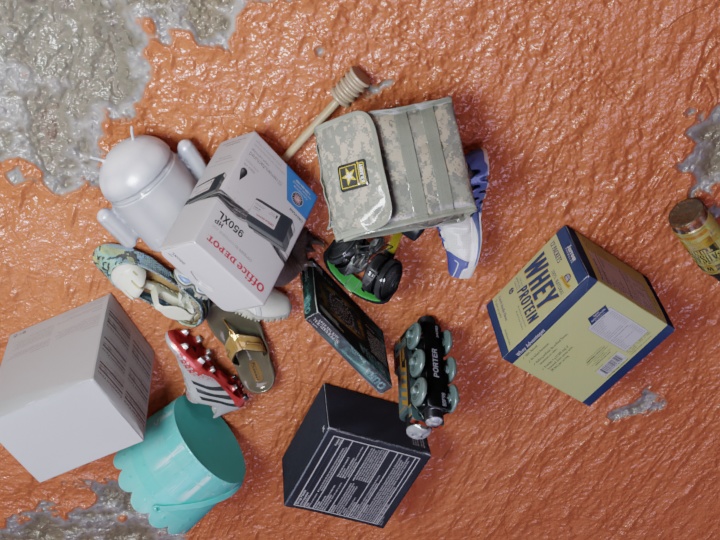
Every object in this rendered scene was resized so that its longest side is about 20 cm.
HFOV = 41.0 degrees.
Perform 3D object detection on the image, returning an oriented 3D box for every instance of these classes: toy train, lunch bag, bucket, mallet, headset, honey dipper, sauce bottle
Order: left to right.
[{"bbox_3d":[-0.297,0.320,1.612,0.134,0.208,0.207,-38,122,13],"label":"bucket"},{"bbox_3d":[-0.065,-0.205,1.353,0.038,0.038,0.200,34,119,-27],"label":"honey dipper"},{"bbox_3d":[0.000,0.000,1.428,0.123,0.094,0.200,36,156,1],"label":"headset"},{"bbox_3d":[0.040,-0.134,1.316,0.198,0.118,0.166,-11,85,-6],"label":"lunch bag"},{"bbox_3d":[0.056,-0.030,1.452,0.066,0.041,0.201,33,147,16],"label":"mallet"},{"bbox_3d":[0.102,0.173,1.558,0.084,0.202,0.114,13,139,-19],"label":"toy train"},{"bbox_3d":[0.562,-0.032,1.537,0.066,0.066,0.200,-36,121,19],"label":"sauce bottle"}]

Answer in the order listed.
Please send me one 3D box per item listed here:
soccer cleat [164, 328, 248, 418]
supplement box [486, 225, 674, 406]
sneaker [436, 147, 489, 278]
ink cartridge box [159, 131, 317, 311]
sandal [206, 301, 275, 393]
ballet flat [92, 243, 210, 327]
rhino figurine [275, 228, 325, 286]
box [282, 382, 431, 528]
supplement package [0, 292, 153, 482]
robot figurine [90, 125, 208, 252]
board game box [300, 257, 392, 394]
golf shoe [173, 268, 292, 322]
[{"bbox_3d":[-0.267,0.174,1.588,0.085,0.069,0.200,-32,128,11],"label":"soccer cleat"},{"bbox_3d":[0.348,0.075,1.545,0.199,0.135,0.200,29,118,-25],"label":"supplement box"},{"bbox_3d":[0.125,-0.091,1.439,0.114,0.081,0.201,1,120,-2],"label":"sneaker"},{"bbox_3d":[-0.164,-0.065,1.331,0.084,0.201,0.145,-10,136,44],"label":"ink cartridge box"},{"bbox_3d":[-0.190,0.129,1.567,0.080,0.054,0.201,-17,120,5],"label":"sandal"},{"bbox_3d":[-0.317,0.026,1.464,0.199,0.075,0.074,27,119,-20],"label":"ballet flat"},{"bbox_3d":[-0.139,-0.016,1.435,0.198,0.088,0.060,-14,173,-30],"label":"rhino figurine"},{"bbox_3d":[-0.012,0.326,1.694,0.197,0.124,0.201,18,121,-20],"label":"box"},{"bbox_3d":[-0.441,0.179,1.485,0.190,0.201,0.148,-22,126,10],"label":"supplement package"},{"bbox_3d":[-0.286,-0.107,1.348,0.170,0.113,0.200,-44,124,-9],"label":"robot figurine"},{"bbox_3d":[-0.022,0.088,1.510,0.028,0.136,0.200,-32,123,17],"label":"board game box"},{"bbox_3d":[-0.182,0.011,1.475,0.199,0.079,0.098,23,113,-24],"label":"golf shoe"}]
